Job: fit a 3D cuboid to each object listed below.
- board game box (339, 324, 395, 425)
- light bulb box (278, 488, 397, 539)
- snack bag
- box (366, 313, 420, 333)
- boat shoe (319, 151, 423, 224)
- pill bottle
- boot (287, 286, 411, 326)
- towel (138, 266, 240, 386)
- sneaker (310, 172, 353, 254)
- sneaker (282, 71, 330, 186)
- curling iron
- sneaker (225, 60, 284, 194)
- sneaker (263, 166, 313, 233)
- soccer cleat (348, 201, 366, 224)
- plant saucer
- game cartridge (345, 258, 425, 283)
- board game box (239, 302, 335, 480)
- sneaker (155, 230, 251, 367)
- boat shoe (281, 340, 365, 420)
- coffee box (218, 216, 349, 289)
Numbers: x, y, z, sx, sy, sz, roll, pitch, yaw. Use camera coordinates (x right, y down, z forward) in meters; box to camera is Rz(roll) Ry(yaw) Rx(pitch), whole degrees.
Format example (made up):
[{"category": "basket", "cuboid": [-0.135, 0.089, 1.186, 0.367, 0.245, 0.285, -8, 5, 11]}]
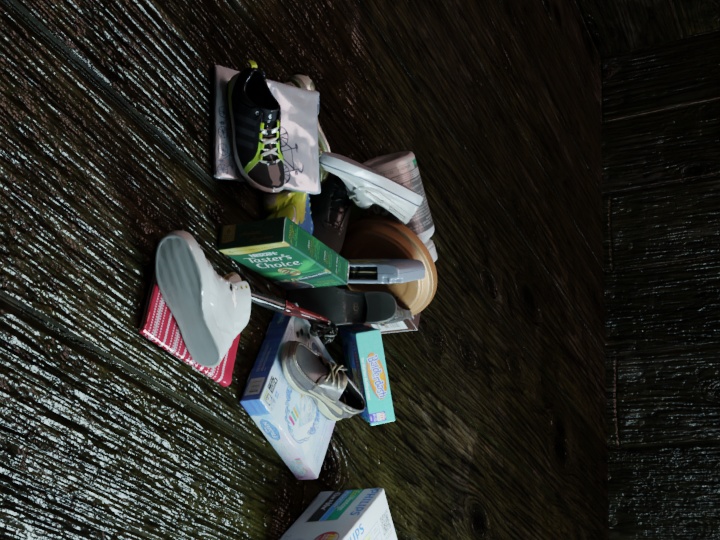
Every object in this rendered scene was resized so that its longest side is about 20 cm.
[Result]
[{"category": "board game box", "cuboid": [0.009, 0.172, 1.720, 0.200, 0.045, 0.153, -177, -102, -81]}, {"category": "light bulb box", "cuboid": [-0.028, 0.476, 1.579, 0.198, 0.124, 0.201, -35, 112, -60]}, {"category": "snack bag", "cuboid": [-0.142, -0.216, 1.588, 0.199, 0.021, 0.190, 9, 71, -35]}, {"category": "box", "cuboid": [0.067, 0.021, 1.939, 0.075, 0.100, 0.201, 54, 38, -44]}, {"category": "boat shoe", "cuboid": [0.011, -0.136, 1.688, 0.199, 0.072, 0.066, 22, 100, -31]}, {"category": "pill bottle", "cuboid": [0.068, -0.103, 1.804, 0.113, 0.113, 0.201, -41, 117, -60]}, {"category": "boot", "cuboid": [-0.015, 0.068, 1.720, 0.174, 0.199, 0.070, 51, 46, -82]}, {"category": "towel", "cuboid": [-0.231, 0.063, 1.416, 0.200, 0.022, 0.145, 43, 47, -49]}, {"category": "sneaker", "cuboid": [-0.049, -0.106, 1.728, 0.076, 0.091, 0.201, 22, 47, -22]}, {"category": "sneaker", "cuboid": [-0.113, -0.231, 1.718, 0.088, 0.077, 0.201, -23, 107, -31]}, {"category": "curling iron", "cuboid": [-0.113, 0.063, 1.566, 0.200, 0.026, 0.050, 28, 24, -30]}, {"category": "sneaker", "cuboid": [-0.153, -0.214, 1.513, 0.071, 0.083, 0.201, -15, 86, -35]}, {"category": "sneaker", "cuboid": [-0.115, -0.114, 1.664, 0.105, 0.075, 0.201, 64, 33, -60]}, {"category": "soccer cleat", "cuboid": [0.034, -0.126, 1.936, 0.200, 0.081, 0.068, -42, 119, -60]}, {"category": "plant saucer", "cuboid": [0.041, -0.002, 1.785, 0.032, 0.200, 0.201, -44, 122, -44]}, {"category": "game cartridge", "cuboid": [0.000, 0.000, 1.697, 0.133, 0.199, 0.041, 0, 91, -65]}, {"category": "board game box", "cuboid": [-0.101, 0.193, 1.610, 0.199, 0.043, 0.200, 59, 33, -34]}, {"category": "sneaker", "cuboid": [-0.210, 0.017, 1.377, 0.116, 0.073, 0.201, -54, 139, -52]}, {"category": "boat shoe", "cuboid": [-0.053, 0.167, 1.583, 0.200, 0.073, 0.075, 50, 39, -46]}, {"category": "coffee box", "cuboid": [-0.116, -0.022, 1.563, 0.200, 0.122, 0.044, 37, 53, -57]}]
